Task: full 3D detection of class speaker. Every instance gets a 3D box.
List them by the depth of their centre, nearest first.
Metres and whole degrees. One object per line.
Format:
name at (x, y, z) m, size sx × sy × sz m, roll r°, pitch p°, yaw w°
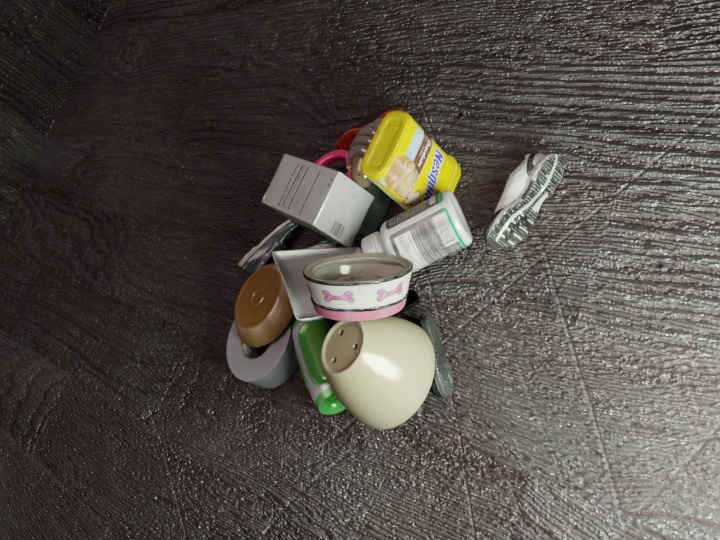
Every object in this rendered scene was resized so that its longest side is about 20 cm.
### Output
speaker at (-0.079, 0.186, 1.374) m, size 0.088 × 0.088 × 0.202 m, roll -39°, pitch 49°, yaw 17°

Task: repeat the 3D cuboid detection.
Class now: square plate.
square plate at (-0.059, 0.027, 1.320) m, size 0.200 × 0.195 × 0.029 m, roll -117°, pitch 32°, yaw -44°

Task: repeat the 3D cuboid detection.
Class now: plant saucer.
plant saucer at (-0.216, 0.066, 1.488) m, size 0.197 × 0.035 × 0.205 m, roll -23°, pitch 52°, yaw 31°
plant saucer at (-0.023, -0.153, 1.530) m, size 0.198 × 0.038 × 0.206 m, roll -18°, pitch 59°, yaw 32°

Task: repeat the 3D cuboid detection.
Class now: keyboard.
keyboard at (0.031, 0.099, 1.336) m, size 0.196 × 0.040 × 0.104 m, roll -24°, pitch 16°, yaw 9°

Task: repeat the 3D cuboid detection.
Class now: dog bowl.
dog bowl at (-0.003, 0.029, 1.199) m, size 0.197 × 0.198 × 0.076 m, roll 11°, pitch 111°, yaw 42°

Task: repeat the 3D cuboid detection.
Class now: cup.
cup at (0.011, 0.158, 1.189) m, size 0.198 × 0.142 × 0.205 m, roll -25°, pitch 50°, yaw 32°

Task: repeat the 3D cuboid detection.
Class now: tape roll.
tape roll at (-0.208, 0.155, 1.511) m, size 0.197 × 0.066 × 0.205 m, roll -19°, pitch 57°, yaw 31°

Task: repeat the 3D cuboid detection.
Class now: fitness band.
fitness band at (-0.060, -0.185, 1.525) m, size 0.142 × 0.037 × 0.204 m, roll -27°, pitch 53°, yaw 27°

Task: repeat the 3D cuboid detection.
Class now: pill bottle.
pill bottle at (0.107, -0.062, 1.309) m, size 0.197 × 0.113 × 0.115 m, roll -26°, pitch 54°, yaw 17°

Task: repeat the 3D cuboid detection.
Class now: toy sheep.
toy sheep at (0.044, -0.252, 1.446) m, size 0.136 × 0.139 × 0.202 m, roll 8°, pitch 52°, yaw 41°

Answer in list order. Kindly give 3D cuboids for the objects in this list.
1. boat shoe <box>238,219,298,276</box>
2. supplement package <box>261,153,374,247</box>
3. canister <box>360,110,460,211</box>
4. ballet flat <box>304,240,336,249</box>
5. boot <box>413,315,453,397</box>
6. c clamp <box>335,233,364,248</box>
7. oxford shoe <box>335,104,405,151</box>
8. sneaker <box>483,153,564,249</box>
boat shoe at (-0.204, -0.058, 1.634) m, size 0.199 × 0.073 × 0.062 m, roll -40°, pitch 92°, yaw 8°
supplement package at (-0.092, -0.149, 1.428) m, size 0.198 × 0.120 × 0.122 m, roll 25°, pitch 87°, yaw 46°
canister at (0.101, -0.200, 1.339) m, size 0.086 × 0.199 × 0.151 m, roll 21°, pitch 82°, yaw 44°
ballet flat at (-0.125, -0.020, 1.519) m, size 0.198 × 0.071 × 0.074 m, roll -11°, pitch 60°, yaw 51°
boot at (0.067, 0.197, 1.259) m, size 0.197 × 0.065 × 0.168 m, roll -30°, pitch 44°, yaw 21°
c clamp at (0.000, 0.000, 1.443) m, size 0.171 × 0.027 × 0.202 m, roll -44°, pitch 52°, yaw 23°
oxford shoe at (0.027, -0.320, 1.569) m, size 0.197 × 0.072 × 0.073 m, roll -19°, pitch 29°, yaw 35°
sneaker at (0.291, -0.128, 1.247) m, size 0.201 × 0.073 × 0.080 m, roll -52°, pitch 32°, yaw 0°
